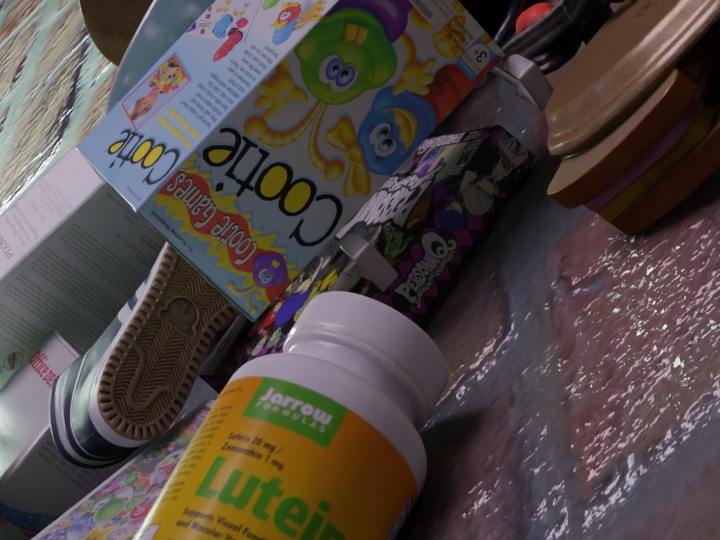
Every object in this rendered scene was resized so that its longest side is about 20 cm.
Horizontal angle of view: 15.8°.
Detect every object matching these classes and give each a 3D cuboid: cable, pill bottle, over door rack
[{"bbox_3d":[0.116,-0.154,1.446,0.097,0.051,0.200,-28,-9,0],"label":"cable"},{"bbox_3d":[-0.035,0.112,1.264,0.111,0.111,0.201,-22,32,55],"label":"pill bottle"},{"bbox_3d":[0.019,-0.071,1.485,0.148,0.067,0.200,-49,31,-3],"label":"over door rack"}]

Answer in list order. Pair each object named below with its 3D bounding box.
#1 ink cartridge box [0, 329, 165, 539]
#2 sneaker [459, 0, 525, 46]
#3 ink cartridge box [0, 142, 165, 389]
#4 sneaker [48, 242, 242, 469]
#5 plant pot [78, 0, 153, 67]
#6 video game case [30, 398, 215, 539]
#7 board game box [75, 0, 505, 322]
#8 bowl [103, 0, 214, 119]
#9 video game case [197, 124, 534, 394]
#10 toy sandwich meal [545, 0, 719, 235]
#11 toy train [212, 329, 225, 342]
[{"bbox_3d":[-0.221,0.150,1.666,0.200,0.086,0.148,-49,19,-3],"label":"ink cartridge box"},{"bbox_3d":[0.034,-0.135,1.659,0.200,0.075,0.084,-51,14,-6],"label":"sneaker"},{"bbox_3d":[-0.209,0.026,1.750,0.200,0.163,0.057,-39,54,7],"label":"ink cartridge box"},{"bbox_3d":[-0.119,0.036,1.573,0.108,0.070,0.200,-38,15,55],"label":"sneaker"},{"bbox_3d":[-0.069,-0.210,1.871,0.199,0.187,0.187,20,66,35],"label":"plant pot"},{"bbox_3d":[-0.124,0.147,1.429,0.200,0.018,0.143,-39,25,-20],"label":"video game case"},{"bbox_3d":[-0.039,-0.091,1.412,0.200,0.103,0.105,-46,33,-1],"label":"board game box"},{"bbox_3d":[-0.064,-0.145,1.629,0.201,0.105,0.201,-48,22,26],"label":"bowl"},{"bbox_3d":[0.000,0.000,1.530,0.182,0.036,0.200,-55,19,-16],"label":"video game case"},{"bbox_3d":[0.171,-0.111,1.314,0.205,0.070,0.205,-47,7,7],"label":"toy sandwich meal"},{"bbox_3d":[-0.070,-0.044,1.740,0.116,0.084,0.200,-57,6,38],"label":"toy train"}]
